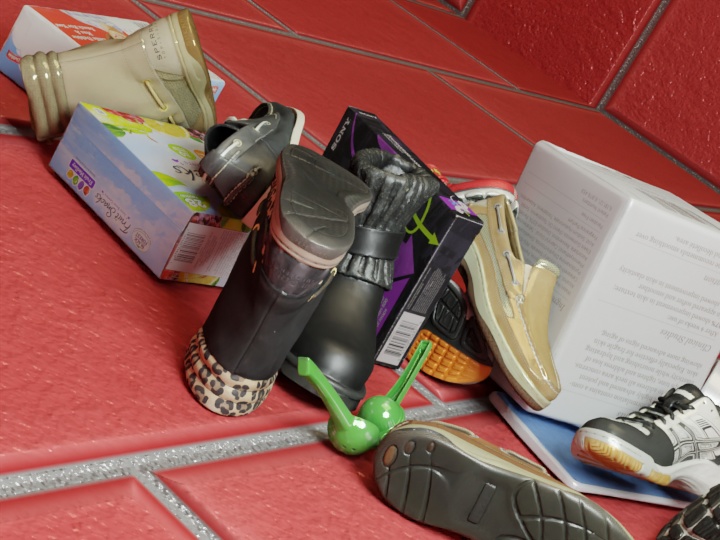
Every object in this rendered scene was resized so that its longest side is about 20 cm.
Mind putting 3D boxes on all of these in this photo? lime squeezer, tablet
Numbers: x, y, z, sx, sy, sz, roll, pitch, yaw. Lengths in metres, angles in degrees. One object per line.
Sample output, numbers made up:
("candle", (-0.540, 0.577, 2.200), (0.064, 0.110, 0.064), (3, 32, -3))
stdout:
("lime squeezer", (0.003, 0.090, 1.067), (0.200, 0.038, 0.071), (-3, 79, -63))
("tablet", (0.208, 0.158, 1.312), (0.199, 0.014, 0.130), (15, 23, -41))

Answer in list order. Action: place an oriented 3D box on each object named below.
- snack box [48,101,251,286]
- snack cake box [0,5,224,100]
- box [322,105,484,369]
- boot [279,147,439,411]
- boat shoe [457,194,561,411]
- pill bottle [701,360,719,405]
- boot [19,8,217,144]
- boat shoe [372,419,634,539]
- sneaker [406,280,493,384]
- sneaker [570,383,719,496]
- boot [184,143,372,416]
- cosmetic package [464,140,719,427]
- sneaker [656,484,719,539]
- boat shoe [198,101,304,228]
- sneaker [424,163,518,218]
("snack box", (-0.126, -0.054, 1.247), (0.199, 0.068, 0.169), (8, 28, -50))
("snack cake box", (-0.231, -0.185, 1.441), (0.115, 0.067, 0.200), (39, 19, 19))
("box", (0.010, -0.032, 1.290), (0.036, 0.144, 0.200), (16, 21, -36))
("boot", (-0.002, -0.001, 1.151), (0.079, 0.158, 0.211), (27, 17, -12))
("boat shoe", (0.129, 0.017, 1.255), (0.072, 0.076, 0.201), (47, 18, -58))
("pill bottle", (0.389, 0.175, 1.407), (0.199, 0.110, 0.110), (34, 17, 10))
("boot", (-0.203, -0.143, 1.302), (0.200, 0.154, 0.073), (94, -20, -73))
("boat shoe", (0.104, 0.156, 1.035), (0.199, 0.076, 0.074), (32, 14, 0))
("sneaker", (0.063, 0.030, 1.330), (0.092, 0.076, 0.200), (20, 21, -47))
("sneaker", (0.244, 0.131, 1.251), (0.075, 0.088, 0.199), (13, -4, 44))
("boot", (-0.057, 0.003, 1.057), (0.073, 0.151, 0.200), (27, 18, -9))
("cosmetic package", (0.212, 0.022, 1.347), (0.167, 0.201, 0.166), (19, 13, -30))
("sneaker", (0.279, 0.228, 1.140), (0.085, 0.077, 0.200), (49, 12, -11))
("boat shoe", (-0.087, -0.100, 1.202), (0.067, 0.072, 0.200), (33, 18, -11))
("sneaker", (0.064, -0.063, 1.396), (0.077, 0.085, 0.199), (33, -30, -33))
